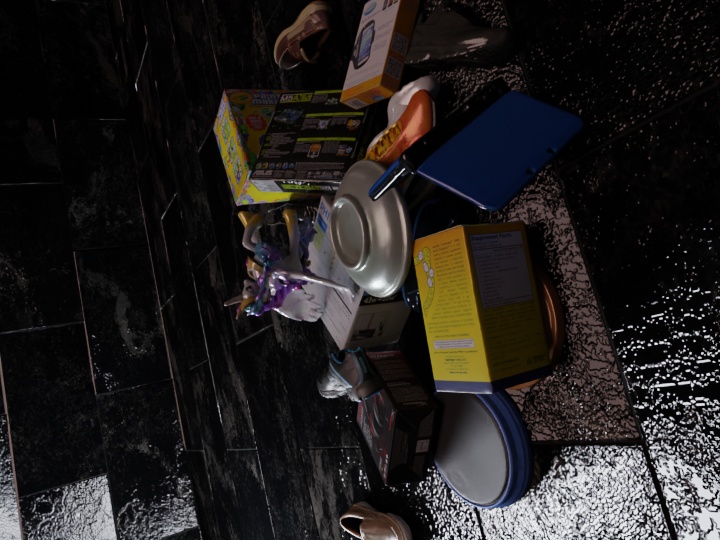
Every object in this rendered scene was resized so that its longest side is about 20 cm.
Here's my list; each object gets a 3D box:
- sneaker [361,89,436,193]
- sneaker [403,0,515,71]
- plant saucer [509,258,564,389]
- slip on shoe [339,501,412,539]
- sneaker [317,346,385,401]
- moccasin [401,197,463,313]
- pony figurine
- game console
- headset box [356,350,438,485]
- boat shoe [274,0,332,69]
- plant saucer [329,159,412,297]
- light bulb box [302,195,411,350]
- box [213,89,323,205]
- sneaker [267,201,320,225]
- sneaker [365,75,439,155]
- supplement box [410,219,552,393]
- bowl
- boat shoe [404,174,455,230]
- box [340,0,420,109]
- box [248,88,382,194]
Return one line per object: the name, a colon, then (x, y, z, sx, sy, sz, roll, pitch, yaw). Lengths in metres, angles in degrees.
sneaker: (0.049, -0.168, 0.817, 0.200, 0.077, 0.073, -64, 35, 32)
sneaker: (0.131, -0.326, 0.772, 0.200, 0.076, 0.091, 24, 111, 52)
plant saucer: (0.194, 0.068, 0.790, 0.200, 0.032, 0.201, 18, 112, 55)
slip on shoe: (0.029, 0.517, 1.124, 0.200, 0.060, 0.076, -1, 95, 58)
sneaker: (-0.024, 0.170, 0.957, 0.200, 0.073, 0.082, -22, 90, 61)
moccasin: (0.109, -0.009, 0.852, 0.068, 0.080, 0.200, 29, 136, 30)
pony figurine: (-0.123, 0.001, 0.932, 0.167, 0.193, 0.200, -41, 42, 50)
game console: (0.135, -0.133, 0.684, 0.118, 0.200, 0.171, 50, 153, -1)
headset box: (0.054, 0.242, 0.974, 0.200, 0.075, 0.149, -126, 39, -63)
boat shoe: (-0.114, -0.455, 1.140, 0.200, 0.072, 0.072, -23, 75, 51)
plant saucer: (0.000, -0.056, 0.808, 0.200, 0.050, 0.201, 32, 128, 55)
light bulb box: (0.000, 0.000, 0.999, 0.198, 0.125, 0.200, 54, 138, 39)
box: (-0.169, -0.251, 1.140, 0.122, 0.200, 0.193, -49, 56, 54)
sneaker: (-0.109, -0.115, 1.167, 0.200, 0.104, 0.060, 10, 106, 57)
sneaker: (0.084, -0.210, 0.882, 0.099, 0.078, 0.200, 58, 148, 20)
supplement box: (0.152, 0.046, 0.721, 0.109, 0.109, 0.200, -16, 82, 58)
bowl: (0.172, 0.262, 0.860, 0.200, 0.039, 0.201, 17, 111, 56)
boat shoe: (0.104, -0.125, 0.864, 0.201, 0.072, 0.066, -54, 43, 45)
box: (0.034, -0.368, 0.900, 0.119, 0.041, 0.200, 5, 78, 58)
box: (-0.079, -0.228, 0.986, 0.200, 0.048, 0.194, 5, 66, 26)
